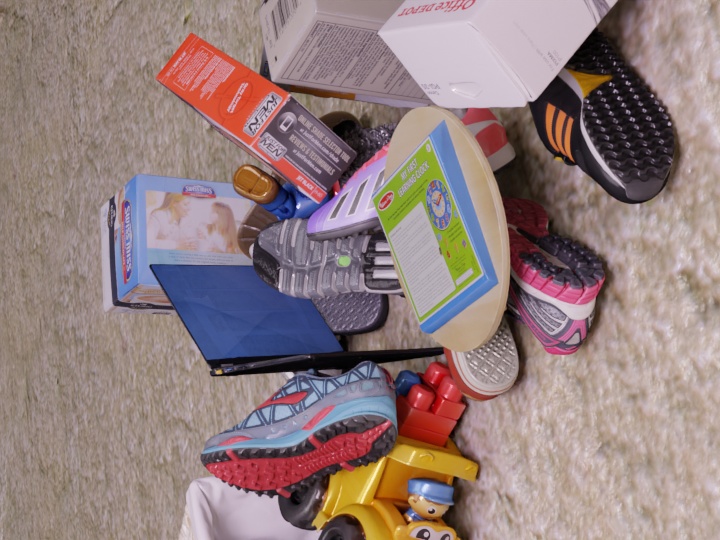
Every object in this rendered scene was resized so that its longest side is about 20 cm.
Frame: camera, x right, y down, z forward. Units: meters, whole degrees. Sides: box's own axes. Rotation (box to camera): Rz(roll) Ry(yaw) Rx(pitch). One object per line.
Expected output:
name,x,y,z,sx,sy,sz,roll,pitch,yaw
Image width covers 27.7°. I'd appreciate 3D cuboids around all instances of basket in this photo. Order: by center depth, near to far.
basket,-0.073,0.284,1.426,0.123,0.200,0.136,112,150,-44

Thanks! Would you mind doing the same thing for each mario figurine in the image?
mario figurine,-0.066,-0.069,1.485,0.200,0.123,0.106,55,-148,-58

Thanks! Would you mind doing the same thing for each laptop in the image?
laptop,-0.058,0.036,1.360,0.200,0.187,0.116,-12,82,42

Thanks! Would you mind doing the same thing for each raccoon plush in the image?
raccoon plush,0.049,-0.107,1.399,0.200,0.134,0.097,-33,-68,-84

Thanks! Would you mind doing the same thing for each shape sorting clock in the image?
shape sorting clock,0.068,-0.033,1.172,0.200,0.039,0.200,44,142,49

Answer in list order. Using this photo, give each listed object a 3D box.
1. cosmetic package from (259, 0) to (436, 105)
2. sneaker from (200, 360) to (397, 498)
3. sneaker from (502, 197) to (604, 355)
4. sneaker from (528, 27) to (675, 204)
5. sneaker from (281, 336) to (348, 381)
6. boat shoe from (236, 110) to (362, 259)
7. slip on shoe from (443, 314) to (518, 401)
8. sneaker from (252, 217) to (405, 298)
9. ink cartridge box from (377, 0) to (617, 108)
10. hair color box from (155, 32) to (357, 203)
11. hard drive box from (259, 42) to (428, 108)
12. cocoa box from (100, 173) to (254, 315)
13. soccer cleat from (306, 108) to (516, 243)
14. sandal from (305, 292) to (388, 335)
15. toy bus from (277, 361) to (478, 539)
cosmetic package,0.023,-0.216,1.296,0.103,0.200,0.087,-49,43,47
sneaker,-0.050,0.137,1.295,0.200,0.079,0.096,-18,41,25
sneaker,0.125,-0.004,1.196,0.200,0.081,0.075,-126,36,-56
sneaker,0.180,-0.107,1.127,0.090,0.070,0.200,100,157,-45
sneaker,-0.054,0.047,1.553,0.088,0.076,0.200,-60,38,34
boat shoe,-0.062,-0.096,1.587,0.200,0.072,0.065,-53,-2,23
slip on shoe,0.091,0.023,1.274,0.061,0.074,0.200,111,152,-59
sneaker,0.000,0.000,1.390,0.200,0.115,0.075,8,85,36
ink cartridge box,0.128,-0.222,1.104,0.200,0.083,0.147,-50,23,-14
hair color box,-0.099,-0.143,1.345,0.061,0.102,0.200,-52,40,-1
hard drive box,-0.003,-0.264,1.404,0.077,0.156,0.200,25,110,62
cocoa box,-0.185,-0.025,1.683,0.131,0.200,0.133,-29,61,59
soccer cleat,0.035,-0.086,1.285,0.073,0.200,0.068,64,-165,-8
sandal,-0.064,0.042,1.509,0.200,0.043,0.076,3,80,23
toy bus,0.040,0.184,1.307,0.192,0.136,0.200,-59,35,14
